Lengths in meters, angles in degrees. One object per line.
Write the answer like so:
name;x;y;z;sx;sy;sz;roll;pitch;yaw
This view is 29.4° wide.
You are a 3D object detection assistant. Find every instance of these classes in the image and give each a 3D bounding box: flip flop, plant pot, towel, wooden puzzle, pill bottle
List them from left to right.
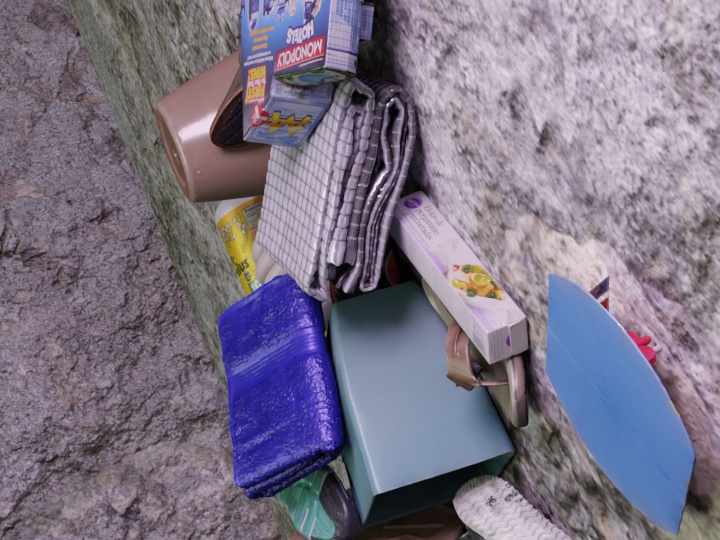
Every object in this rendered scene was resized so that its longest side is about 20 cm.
plant pot;-0.122;-0.155;1.475;0.200;0.174;0.201;159;90;-78
pill bottle;-0.119;-0.046;1.753;0.113;0.112;0.201;120;127;-73
towel;-0.086;0.111;1.359;0.148;0.049;0.201;-36;54;39
towel;-0.020;-0.086;1.269;0.166;0.085;0.201;-142;59;-62
wooden puzzle;0.016;0.282;1.404;0.200;0.184;0.047;-34;-64;-66
plant pot;0.041;0.125;1.354;0.141;0.141;0.201;102;151;-66
flip flop;0.094;0.069;1.214;0.200;0.057;0.081;-124;19;-44

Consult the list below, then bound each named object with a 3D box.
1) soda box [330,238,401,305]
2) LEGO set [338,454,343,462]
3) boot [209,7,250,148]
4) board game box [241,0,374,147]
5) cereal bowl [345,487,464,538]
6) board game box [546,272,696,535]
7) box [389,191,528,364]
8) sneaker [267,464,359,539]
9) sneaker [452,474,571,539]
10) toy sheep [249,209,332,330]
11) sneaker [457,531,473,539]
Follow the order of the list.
soda box;0.000;0.000;1.446;0.063;0.070;0.201;-138;31;-64
LEGO set;-0.062;0.135;1.501;0.153;0.116;0.200;32;-175;33
boot;-0.091;-0.214;1.357;0.200;0.074;0.097;-45;47;30
board game box;-0.046;-0.210;1.175;0.200;0.061;0.201;5;91;62
cereal bowl;0.025;0.295;1.565;0.200;0.199;0.084;-157;69;-71
board game box;0.187;0.084;0.930;0.158;0.039;0.200;54;166;32
box;0.082;0.002;1.200;0.200;0.039;0.042;-126;21;-47
sneaker;-0.038;0.230;1.427;0.200;0.087;0.075;28;99;56
sneaker;0.163;0.278;1.261;0.200;0.069;0.100;51;168;52
toy sheep;-0.053;0.001;1.550;0.200;0.138;0.138;48;160;20
sneaker;0.121;0.313;1.382;0.081;0.076;0.200;54;-168;4
